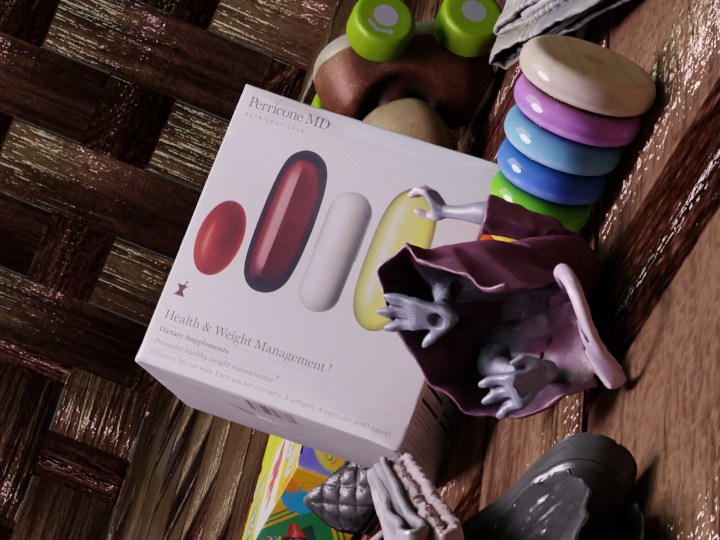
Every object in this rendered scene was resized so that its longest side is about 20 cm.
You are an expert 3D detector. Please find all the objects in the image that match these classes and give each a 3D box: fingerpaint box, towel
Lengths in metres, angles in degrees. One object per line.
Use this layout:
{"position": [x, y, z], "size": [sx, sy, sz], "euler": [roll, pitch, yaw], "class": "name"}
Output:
{"position": [-0.027, 0.140, 1.784], "size": [0.200, 0.073, 0.167], "euler": [-77, 11, -45], "class": "fingerpaint box"}
{"position": [0.163, -0.251, 1.538], "size": [0.192, 0.034, 0.200], "euler": [-25, 42, 54], "class": "towel"}
{"position": [0.033, 0.199, 1.091], "size": [0.200, 0.032, 0.192], "euler": [-137, 41, -83], "class": "towel"}

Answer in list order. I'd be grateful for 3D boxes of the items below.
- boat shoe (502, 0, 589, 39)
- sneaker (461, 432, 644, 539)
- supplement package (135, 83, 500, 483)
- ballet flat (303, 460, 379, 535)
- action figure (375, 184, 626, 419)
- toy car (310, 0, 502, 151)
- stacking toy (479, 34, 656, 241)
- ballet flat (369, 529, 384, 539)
{"position": [0.135, -0.196, 1.647], "size": [0.200, 0.060, 0.074], "euler": [-79, 14, -53], "class": "boat shoe"}
{"position": [0.081, 0.151, 1.069], "size": [0.200, 0.060, 0.104], "euler": [-56, 9, 43], "class": "sneaker"}
{"position": [-0.015, 0.013, 1.488], "size": [0.147, 0.191, 0.201], "euler": [59, -130, -72], "class": "supplement package"}
{"position": [0.024, 0.097, 1.600], "size": [0.200, 0.057, 0.066], "euler": [-64, 3, -4], "class": "ballet flat"}
{"position": [0.093, 0.003, 1.246], "size": [0.149, 0.134, 0.200], "euler": [-20, 5, 30], "class": "action figure"}
{"position": [0.053, -0.107, 1.856], "size": [0.164, 0.157, 0.201], "euler": [117, 142, -57], "class": "toy car"}
{"position": [0.110, -0.039, 1.362], "size": [0.085, 0.085, 0.200], "euler": [-86, 14, -67], "class": "stacking toy"}
{"position": [-0.021, 0.243, 1.439], "size": [0.067, 0.068, 0.200], "euler": [31, 100, 48], "class": "ballet flat"}
